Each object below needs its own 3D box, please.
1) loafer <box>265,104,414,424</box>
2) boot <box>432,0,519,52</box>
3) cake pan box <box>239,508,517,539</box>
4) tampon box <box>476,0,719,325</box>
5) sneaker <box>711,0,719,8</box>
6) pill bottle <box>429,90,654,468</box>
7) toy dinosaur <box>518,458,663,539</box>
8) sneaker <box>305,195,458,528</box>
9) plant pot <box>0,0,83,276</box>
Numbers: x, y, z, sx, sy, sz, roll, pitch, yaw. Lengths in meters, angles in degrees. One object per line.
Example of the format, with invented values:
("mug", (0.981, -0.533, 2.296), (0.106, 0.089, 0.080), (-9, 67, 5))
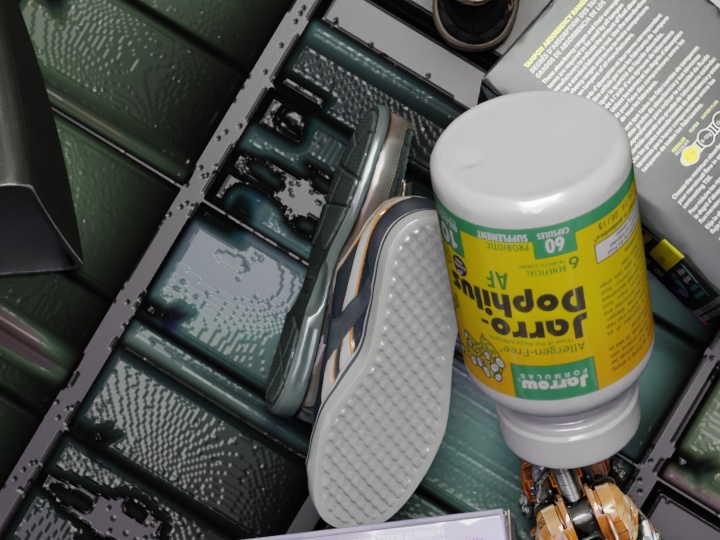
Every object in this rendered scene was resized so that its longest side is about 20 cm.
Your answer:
("loafer", (0.000, 0.000, 1.659), (0.063, 0.072, 0.201), (18, 95, -15))
("boot", (0.072, -0.239, 1.616), (0.073, 0.151, 0.201), (6, 88, 3))
("cake pan box", (0.002, 0.176, 1.578), (0.183, 0.200, 0.053), (-5, 82, 3))
("tampon box", (0.181, -0.083, 1.603), (0.200, 0.150, 0.126), (42, 87, 4))
("sneaker", (0.280, -0.158, 1.633), (0.199, 0.088, 0.076), (16, 90, 4))
("pill bottle", (0.106, 0.010, 1.518), (0.112, 0.113, 0.201), (-9, 127, 2))
("toy dinosaur", (0.131, 0.161, 1.599), (0.102, 0.136, 0.201), (-7, 45, 17))
("sneaker", (0.016, 0.052, 1.602), (0.078, 0.079, 0.201), (14, 104, -19))
("plant pot", (-0.280, -0.101, 1.616), (0.199, 0.200, 0.178), (-3, 77, 3))
